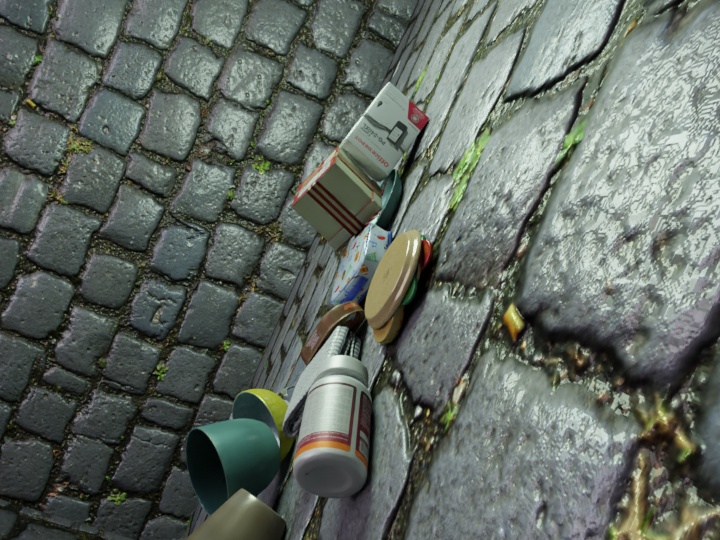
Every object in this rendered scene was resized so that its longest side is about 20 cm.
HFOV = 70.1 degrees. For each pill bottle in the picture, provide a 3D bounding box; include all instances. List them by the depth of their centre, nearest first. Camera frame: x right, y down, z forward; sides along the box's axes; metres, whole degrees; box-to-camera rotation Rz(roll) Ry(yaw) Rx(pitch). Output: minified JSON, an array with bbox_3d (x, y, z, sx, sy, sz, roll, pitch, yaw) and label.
[{"bbox_3d":[-0.037,0.238,0.807,0.110,0.109,0.201,-58,14,33],"label":"pill bottle"}]

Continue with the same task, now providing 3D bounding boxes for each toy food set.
[{"bbox_3d":[0.066,0.018,0.922,0.199,0.048,0.200,-61,12,23],"label":"toy food set"}]

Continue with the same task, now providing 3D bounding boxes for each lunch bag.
[{"bbox_3d":[0.000,0.000,1.192,0.200,0.075,0.161,-54,19,43],"label":"lunch bag"}]

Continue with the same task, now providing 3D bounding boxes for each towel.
[{"bbox_3d":[-0.069,0.229,1.030,0.201,0.085,0.166,-55,8,28],"label":"towel"}]

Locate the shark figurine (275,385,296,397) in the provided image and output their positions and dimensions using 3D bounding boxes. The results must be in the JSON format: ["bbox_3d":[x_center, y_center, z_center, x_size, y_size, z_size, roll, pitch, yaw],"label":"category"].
[{"bbox_3d":[-0.232,0.409,1.436,0.127,0.089,0.217,13,86,44],"label":"shark figurine"}]

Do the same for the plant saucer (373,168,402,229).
[{"bbox_3d":[0.060,-0.164,1.332,0.201,0.036,0.200,-60,13,24],"label":"plant saucer"}]

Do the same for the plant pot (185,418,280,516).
[{"bbox_3d":[-0.282,0.434,1.177,0.200,0.160,0.203,12,107,46],"label":"plant pot"}]

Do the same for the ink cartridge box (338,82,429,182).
[{"bbox_3d":[0.060,-0.355,1.332,0.201,0.145,0.083,-55,12,-12],"label":"ink cartridge box"}]

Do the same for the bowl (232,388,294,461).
[{"bbox_3d":[-0.226,0.387,1.304,0.107,0.200,0.201,-15,-34,-47],"label":"bowl"}]

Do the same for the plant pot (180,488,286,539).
[{"bbox_3d":[-0.240,0.539,1.002,0.174,0.200,0.200,-52,4,-28],"label":"plant pot"}]

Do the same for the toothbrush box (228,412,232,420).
[{"bbox_3d":[-0.347,0.539,1.509,0.085,0.145,0.201,-37,30,65],"label":"toothbrush box"}]

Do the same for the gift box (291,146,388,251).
[{"bbox_3d":[-0.038,-0.181,1.285,0.200,0.187,0.185,-38,21,24],"label":"gift box"}]

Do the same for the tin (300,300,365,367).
[{"bbox_3d":[-0.063,0.142,1.119,0.112,0.042,0.201,-18,-31,-48],"label":"tin"}]
